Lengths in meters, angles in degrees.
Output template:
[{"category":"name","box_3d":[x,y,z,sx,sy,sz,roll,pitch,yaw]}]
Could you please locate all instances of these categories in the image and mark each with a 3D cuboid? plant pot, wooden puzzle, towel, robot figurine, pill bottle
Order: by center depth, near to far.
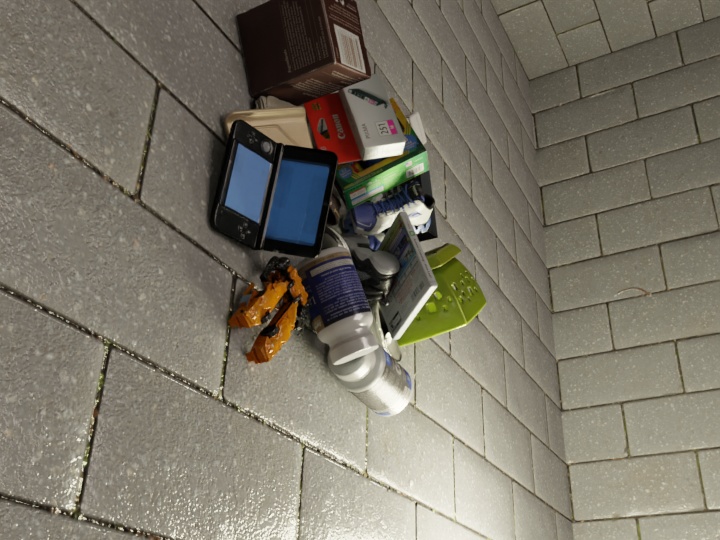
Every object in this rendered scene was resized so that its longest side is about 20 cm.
[{"category":"robot figurine","box_3d":[-0.154,0.065,1.364,0.147,0.057,0.201,67,28,-21]},{"category":"wooden puzzle","box_3d":[-0.159,-0.197,1.445,0.183,0.037,0.205,-14,94,-40]},{"category":"pill bottle","box_3d":[-0.042,0.068,1.475,0.115,0.114,0.203,7,59,-63]},{"category":"towel","box_3d":[-0.148,-0.272,1.564,0.199,0.034,0.136,3,77,-66]},{"category":"pill bottle","box_3d":[0.020,0.211,1.593,0.200,0.112,0.116,47,38,-47]},{"category":"plant pot","box_3d":[0.173,0.051,1.903,0.198,0.197,0.185,-28,97,-63]}]

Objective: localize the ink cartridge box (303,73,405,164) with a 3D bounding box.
[{"category":"ink cartridge box","box_3d":[-0.017,-0.314,1.601,0.044,0.170,0.203,101,-25,-56]}]

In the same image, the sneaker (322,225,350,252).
[{"category":"sneaker","box_3d":[-0.058,0.007,1.578,0.079,0.073,0.204,-21,98,-59]}]

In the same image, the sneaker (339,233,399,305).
[{"category":"sneaker","box_3d":[0.000,0.000,1.633,0.074,0.199,0.116,-11,119,-38]}]

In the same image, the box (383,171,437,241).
[{"category":"box","box_3d":[0.106,-0.170,1.919,0.078,0.139,0.205,20,61,-59]}]

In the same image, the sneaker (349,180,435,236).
[{"category":"sneaker","box_3d":[0.078,-0.141,1.656,0.195,0.116,0.082,-4,55,-24]}]

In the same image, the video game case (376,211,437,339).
[{"category":"video game case","box_3d":[0.081,0.013,1.605,0.022,0.201,0.185,-4,57,-27]}]

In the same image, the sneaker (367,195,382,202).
[{"category":"sneaker","box_3d":[0.024,-0.179,1.765,0.201,0.073,0.089,90,12,-59]}]

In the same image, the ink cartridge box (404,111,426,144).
[{"category":"ink cartridge box","box_3d":[0.063,-0.311,1.889,0.200,0.143,0.086,-44,118,-60]}]

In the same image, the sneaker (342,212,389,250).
[{"category":"sneaker","box_3d":[0.044,-0.047,1.745,0.203,0.113,0.081,67,30,-17]}]

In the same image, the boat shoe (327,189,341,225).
[{"category":"boat shoe","box_3d":[-0.095,-0.147,1.574,0.200,0.070,0.061,34,45,-63]}]

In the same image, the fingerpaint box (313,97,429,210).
[{"category":"fingerpaint box","box_3d":[0.022,-0.251,1.647,0.169,0.197,0.074,62,-6,30]}]

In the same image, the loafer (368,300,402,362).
[{"category":"loafer","box_3d":[0.052,0.140,1.742,0.201,0.069,0.071,57,31,-37]}]

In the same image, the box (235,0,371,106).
[{"category":"box","box_3d":[-0.110,-0.440,1.528,0.165,0.197,0.168,-7,84,-64]}]

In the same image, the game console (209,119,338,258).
[{"category":"game console","box_3d":[-0.147,-0.142,1.344,0.175,0.115,0.204,28,66,-49]}]
